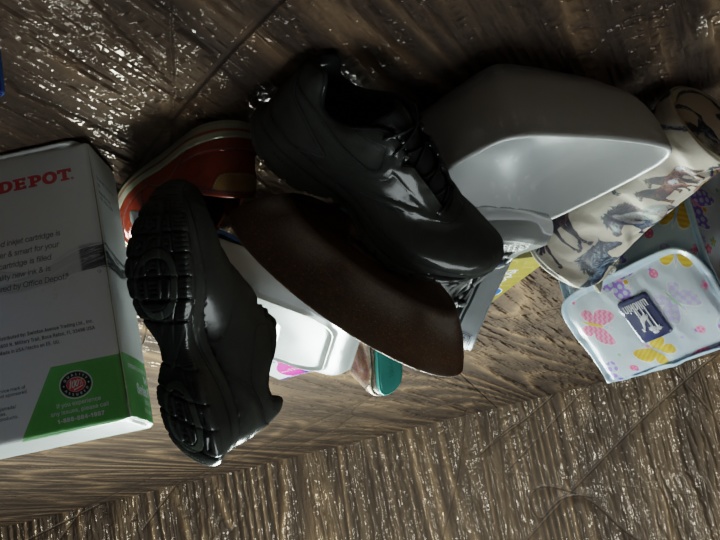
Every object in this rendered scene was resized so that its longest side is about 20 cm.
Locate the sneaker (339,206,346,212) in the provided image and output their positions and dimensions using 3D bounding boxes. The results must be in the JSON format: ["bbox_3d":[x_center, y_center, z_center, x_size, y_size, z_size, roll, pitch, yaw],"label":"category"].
[{"bbox_3d":[0.034,-0.027,1.020,0.197,0.081,0.130,-6,171,5],"label":"sneaker"}]

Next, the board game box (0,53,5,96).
[{"bbox_3d":[-0.315,-0.099,0.568,0.151,0.046,0.199,-23,162,38],"label":"board game box"}]

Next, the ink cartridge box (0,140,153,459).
[{"bbox_3d":[-0.239,0.025,0.782,0.144,0.202,0.084,-11,168,0],"label":"ink cartridge box"}]

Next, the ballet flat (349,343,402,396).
[{"bbox_3d":[0.011,0.038,1.152,0.068,0.202,0.067,-15,-150,-38],"label":"ballet flat"}]

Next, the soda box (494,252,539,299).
[{"bbox_3d":[0.135,-0.012,1.180,0.067,0.065,0.200,-6,164,-17],"label":"soda box"}]

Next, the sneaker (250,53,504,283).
[{"bbox_3d":[0.022,-0.066,0.734,0.199,0.076,0.091,33,133,-12],"label":"sneaker"}]

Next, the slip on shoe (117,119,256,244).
[{"bbox_3d":[-0.138,-0.051,0.846,0.073,0.062,0.199,-2,164,-35],"label":"slip on shoe"}]

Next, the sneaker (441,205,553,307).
[{"bbox_3d":[0.074,0.004,0.879,0.199,0.083,0.074,-22,162,39],"label":"sneaker"}]

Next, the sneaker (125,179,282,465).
[{"bbox_3d":[-0.107,0.032,0.776,0.075,0.202,0.090,10,-157,44],"label":"sneaker"}]

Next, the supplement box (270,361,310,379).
[{"bbox_3d":[-0.079,0.047,1.170,0.100,0.105,0.200,-13,163,12],"label":"supplement box"}]

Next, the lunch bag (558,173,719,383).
[{"bbox_3d":[0.277,-0.009,1.032,0.126,0.202,0.169,2,161,-41],"label":"lunch bag"}]

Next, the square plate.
[{"bbox_3d":[-0.093,0.030,0.890,0.198,0.029,0.198,20,159,0],"label":"square plate"}]

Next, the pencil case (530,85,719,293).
[{"bbox_3d":[0.236,-0.068,0.931,0.089,0.078,0.200,29,130,-18],"label":"pencil case"}]

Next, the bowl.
[{"bbox_3d":[0.115,-0.094,0.851,0.198,0.076,0.199,0,160,-36],"label":"bowl"}]

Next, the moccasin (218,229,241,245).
[{"bbox_3d":[-0.081,0.030,1.012,0.198,0.069,0.080,23,160,-7],"label":"moccasin"}]

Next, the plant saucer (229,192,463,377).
[{"bbox_3d":[0.000,0.000,0.770,0.037,0.200,0.200,-55,150,13],"label":"plant saucer"}]

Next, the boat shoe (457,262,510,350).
[{"bbox_3d":[0.105,-0.019,0.987,0.067,0.200,0.074,24,151,6],"label":"boat shoe"}]
